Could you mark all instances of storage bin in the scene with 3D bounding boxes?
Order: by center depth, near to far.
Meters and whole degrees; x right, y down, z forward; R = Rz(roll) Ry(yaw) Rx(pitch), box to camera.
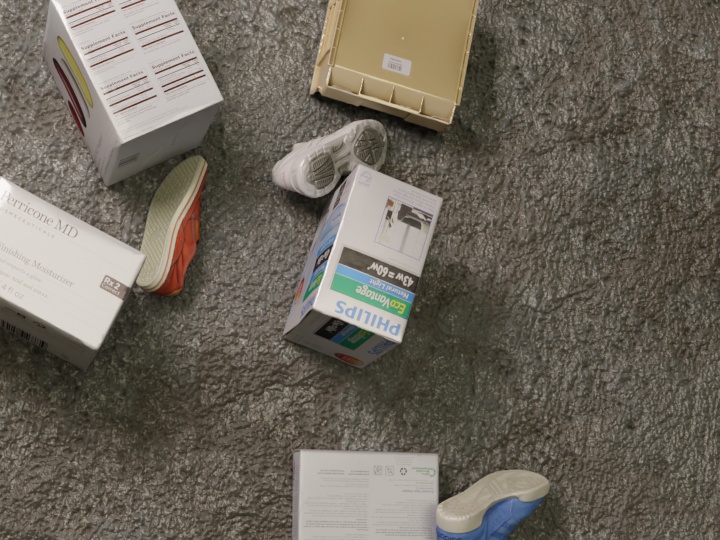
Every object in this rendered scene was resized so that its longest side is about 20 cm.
[{"bbox_3d":[0.048,-0.312,1.815,0.198,0.094,0.201,15,75,-13],"label":"storage bin"}]

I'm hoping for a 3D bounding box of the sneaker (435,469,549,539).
[{"bbox_3d":[0.177,0.345,1.726,0.199,0.076,0.113,-17,114,-43],"label":"sneaker"}]

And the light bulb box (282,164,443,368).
[{"bbox_3d":[0.000,0.000,1.676,0.124,0.198,0.202,21,72,-9],"label":"light bulb box"}]

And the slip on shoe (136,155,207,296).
[{"bbox_3d":[-0.240,-0.058,1.694,0.061,0.073,0.202,35,60,-44],"label":"slip on shoe"}]

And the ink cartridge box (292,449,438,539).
[{"bbox_3d":[0.007,0.339,1.689,0.194,0.043,0.203,5,79,-17],"label":"ink cartridge box"}]

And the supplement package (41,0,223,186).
[{"bbox_3d":[-0.296,-0.248,1.644,0.146,0.191,0.202,-26,86,-21],"label":"supplement package"}]

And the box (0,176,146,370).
[{"bbox_3d":[-0.382,0.010,1.558,0.198,0.200,0.132,28,72,-9],"label":"box"}]

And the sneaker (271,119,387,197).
[{"bbox_3d":[-0.045,-0.160,1.762,0.199,0.099,0.079,-25,114,-44],"label":"sneaker"}]
